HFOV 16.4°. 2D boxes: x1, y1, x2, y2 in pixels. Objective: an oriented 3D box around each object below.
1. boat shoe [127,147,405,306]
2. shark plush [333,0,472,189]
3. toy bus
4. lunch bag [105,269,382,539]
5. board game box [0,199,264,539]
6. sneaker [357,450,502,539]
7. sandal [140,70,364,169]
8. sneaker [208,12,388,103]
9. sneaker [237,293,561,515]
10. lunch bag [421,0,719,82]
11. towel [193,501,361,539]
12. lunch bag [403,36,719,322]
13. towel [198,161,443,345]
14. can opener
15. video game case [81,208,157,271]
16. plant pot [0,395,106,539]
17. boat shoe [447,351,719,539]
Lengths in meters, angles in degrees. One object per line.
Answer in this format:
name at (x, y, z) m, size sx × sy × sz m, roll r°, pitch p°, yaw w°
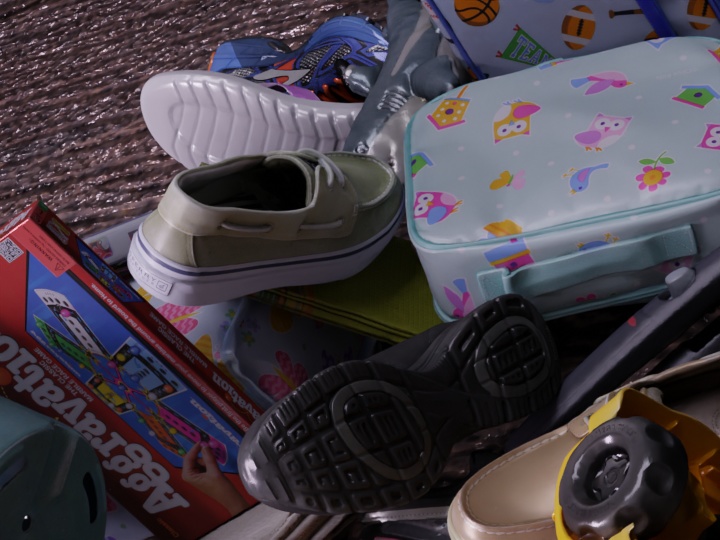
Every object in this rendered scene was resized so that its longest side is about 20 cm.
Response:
boat shoe at (-0.037, -0.032, 1.309) m, size 0.200 × 0.072 × 0.062 m, roll -22°, pitch -30°, yaw -50°
shark plush at (0.021, -0.125, 1.490) m, size 0.083 × 0.091 × 0.200 m, roll -12°, pitch 58°, yaw 9°
toy bus at (0.109, 0.183, 1.103) m, size 0.192 × 0.136 × 0.200 m, roll -39°, pitch 35°, yaw 27°
lunch bag at (-0.083, 0.049, 1.423) m, size 0.170 × 0.127 × 0.200 m, roll -21°, pitch 29°, yaw 27°
board game box at (-0.131, 0.059, 1.303) m, size 0.103 × 0.200 × 0.019 m, roll -33°, pitch 22°, yaw 34°
sneaker at (0.015, 0.158, 1.241) m, size 0.200 × 0.074 × 0.087 m, roll -32°, pitch 53°, yaw 1°
sandal at (-0.040, -0.086, 1.565) m, size 0.203 × 0.082 × 0.050 m, roll 13°, pitch 36°, yaw 17°
sneaker at (-0.031, -0.110, 1.623) m, size 0.200 × 0.075 × 0.078 m, roll -8°, pitch 53°, yaw 48°
sneaker at (0.011, 0.076, 1.241) m, size 0.200 × 0.076 × 0.091 m, roll -20°, pitch -2°, yaw -42°
lunch bag at (0.121, -0.173, 1.428) m, size 0.160 × 0.200 × 0.076 m, roll -24°, pitch 28°, yaw 22°
towel at (-0.081, 0.165, 1.300) m, size 0.200 × 0.034 × 0.133 m, roll -31°, pitch 6°, yaw 42°
lunch bag at (0.120, -0.042, 1.355) m, size 0.200 × 0.077 × 0.160 m, roll -13°, pitch 40°, yaw 9°
towel at (0.000, 0.000, 1.364) m, size 0.086 × 0.200 × 0.018 m, roll -89°, pitch 23°, yaw -48°
can opener at (0.155, 0.041, 1.267) m, size 0.200 × 0.063 × 0.079 m, roll -35°, pitch 6°, yaw 10°
video game case at (-0.141, -0.014, 1.508) m, size 0.182 × 0.023 × 0.200 m, roll -23°, pitch 1°, yaw -17°
plant pot at (-0.251, 0.124, 1.290) m, size 0.196 × 0.200 × 0.200 m, roll 15°, pitch 59°, yaw 27°
boat shoe at (0.133, 0.081, 1.189) m, size 0.200 × 0.065 × 0.072 m, roll -19°, pitch 48°, yaw -7°
